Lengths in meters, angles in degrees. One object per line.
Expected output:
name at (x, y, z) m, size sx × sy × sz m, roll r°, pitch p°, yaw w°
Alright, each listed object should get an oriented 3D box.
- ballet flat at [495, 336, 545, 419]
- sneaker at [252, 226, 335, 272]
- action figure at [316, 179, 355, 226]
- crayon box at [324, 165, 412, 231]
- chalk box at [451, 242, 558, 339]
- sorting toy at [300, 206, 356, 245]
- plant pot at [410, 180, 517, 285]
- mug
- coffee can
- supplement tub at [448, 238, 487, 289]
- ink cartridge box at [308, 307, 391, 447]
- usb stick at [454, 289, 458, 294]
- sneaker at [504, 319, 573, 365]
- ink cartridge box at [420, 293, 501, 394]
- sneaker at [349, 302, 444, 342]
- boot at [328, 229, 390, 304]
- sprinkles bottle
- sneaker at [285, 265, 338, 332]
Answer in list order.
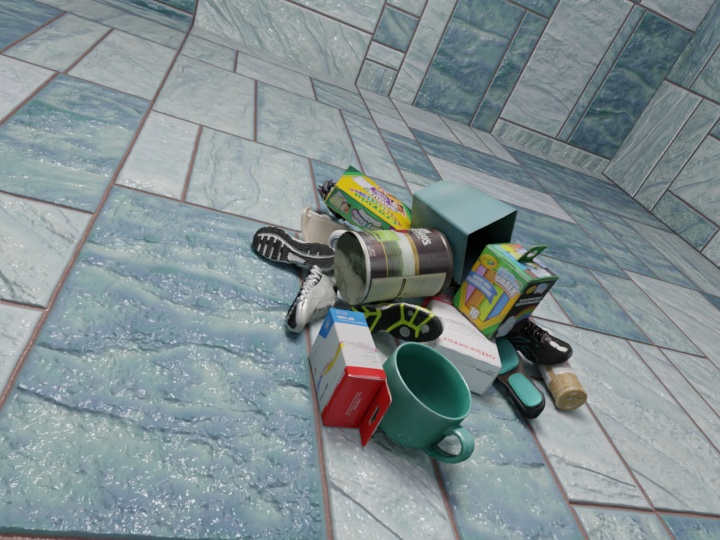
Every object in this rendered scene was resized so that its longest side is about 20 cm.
ballet flat at (0.313, 0.221, 1.105) m, size 0.073 × 0.073 × 0.200 m, roll 9°, pitch 33°, yaw -26°
sneaker at (-0.145, -0.038, 1.193) m, size 0.200 × 0.074 × 0.080 m, roll 20°, pitch -10°, yaw 10°
action figure at (-0.049, -0.169, 1.392) m, size 0.130 × 0.069 × 0.200 m, roll 43°, pitch 1°, yaw -30°
crayon box at (0.028, -0.145, 1.249) m, size 0.200 × 0.058 × 0.173 m, roll 35°, pitch 25°, yaw -7°
chalk box at (0.306, 0.022, 1.109) m, size 0.125 × 0.200 × 0.124 m, roll -3°, pitch 40°, yaw -45°
sorting toy at (-0.046, -0.084, 1.305) m, size 0.200 × 0.107 × 0.180 m, roll 23°, pitch 22°, yaw -1°
plant pot at (0.207, -0.100, 1.172) m, size 0.141 × 0.142 × 0.200 m, roll -26°, pitch 48°, yaw -25°
mug at (0.089, 0.221, 0.869) m, size 0.152 × 0.114 × 0.185 m, roll 26°, pitch 31°, yaw -18°
coffee can at (0.065, -0.011, 1.095) m, size 0.200 × 0.147 × 0.146 m, roll -5°, pitch 39°, yaw -27°
supplement tub at (0.249, -0.018, 1.293) m, size 0.200 × 0.123 × 0.123 m, roll -7°, pitch 15°, yaw 30°
ink cartridge box at (-0.022, 0.170, 0.876) m, size 0.067 × 0.116 × 0.200 m, roll 12°, pitch 31°, yaw -23°
usb stick at (0.269, 0.072, 1.343) m, size 0.055 × 0.033 × 0.200 m, roll 16°, pitch 31°, yaw -17°
sneaker at (0.365, 0.146, 1.189) m, size 0.200 × 0.079 × 0.075 m, roll 17°, pitch 50°, yaw 35°
ink cartridge box at (0.198, 0.144, 1.118) m, size 0.144 × 0.084 × 0.200 m, roll 21°, pitch 28°, yaw -7°
sneaker at (0.074, 0.091, 1.059) m, size 0.200 × 0.076 × 0.076 m, roll 8°, pitch 14°, yaw 31°
boot at (0.000, 0.000, 1.178) m, size 0.200 × 0.073 × 0.090 m, roll 43°, pitch 32°, yaw -6°
sprinkles bottle at (0.430, 0.215, 1.195) m, size 0.068 × 0.068 × 0.200 m, roll 16°, pitch 31°, yaw -15°
sneaker at (-0.089, 0.061, 1.060) m, size 0.081 × 0.075 × 0.200 m, roll 32°, pitch 29°, yaw -6°
